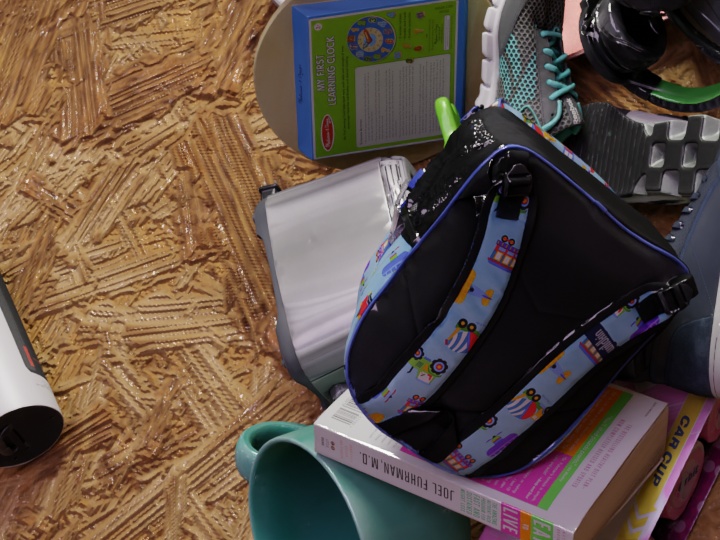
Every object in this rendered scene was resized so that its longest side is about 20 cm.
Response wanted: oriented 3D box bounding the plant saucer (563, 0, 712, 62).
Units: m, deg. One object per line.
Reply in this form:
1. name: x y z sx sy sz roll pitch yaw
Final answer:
1. plant saucer: 0.216 -0.268 1.532 0.198 0.037 0.201 -21 59 17

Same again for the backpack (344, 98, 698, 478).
1. backpack: 0.084 0.020 1.213 0.201 0.182 0.135 -51 23 13

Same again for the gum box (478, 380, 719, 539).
1. gum box: 0.183 0.133 1.340 0.113 0.066 0.201 21 78 33

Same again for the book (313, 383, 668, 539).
1. book: 0.086 0.108 1.278 0.199 0.048 0.133 21 41 29

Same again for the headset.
1. headset: 0.193 -0.188 1.383 0.199 0.124 0.094 34 46 10

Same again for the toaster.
1. toaster: 0.000 0.000 1.470 0.128 0.114 0.202 -21 57 12

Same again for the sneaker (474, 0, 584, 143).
1. sneaker: 0.137 -0.138 1.458 0.091 0.077 0.202 24 110 34

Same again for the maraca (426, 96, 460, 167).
1. maraca: 0.083 -0.036 1.371 0.106 0.138 0.201 -15 45 7

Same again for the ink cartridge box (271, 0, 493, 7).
1. ink cartridge box: 0.008 -0.246 1.597 0.145 0.083 0.200 -45 56 1

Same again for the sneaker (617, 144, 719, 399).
1. sneaker: 0.205 -0.020 1.299 0.145 0.077 0.205 7 83 31

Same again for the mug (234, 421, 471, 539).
1. mug: 0.001 0.164 1.363 0.186 0.114 0.152 64 145 18

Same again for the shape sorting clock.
1. shape sorting clock: 0.014 -0.159 1.486 0.199 0.200 0.039 -30 43 11

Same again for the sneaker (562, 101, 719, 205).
1. sneaker: 0.231 -0.079 1.423 0.199 0.088 0.075 16 96 55

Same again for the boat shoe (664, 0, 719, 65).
1. boat shoe: 0.256 -0.213 1.424 0.074 0.066 0.201 -31 81 15

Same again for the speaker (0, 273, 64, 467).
1. speaker: -0.318 0.067 1.616 0.081 0.081 0.201 -35 56 7
